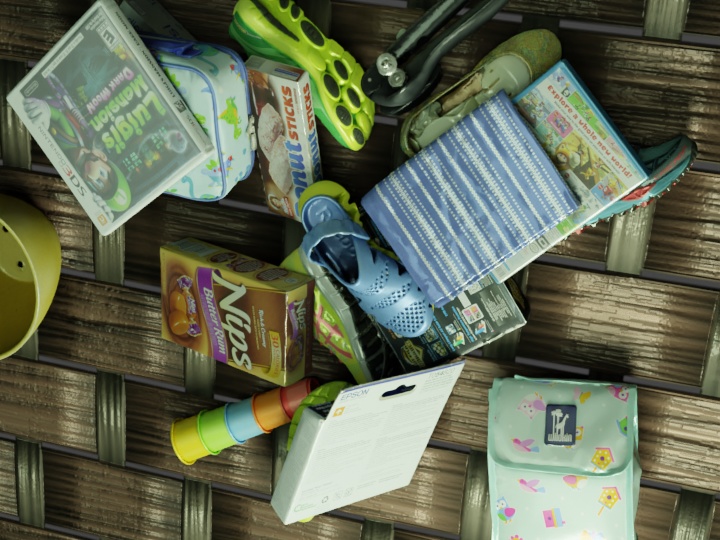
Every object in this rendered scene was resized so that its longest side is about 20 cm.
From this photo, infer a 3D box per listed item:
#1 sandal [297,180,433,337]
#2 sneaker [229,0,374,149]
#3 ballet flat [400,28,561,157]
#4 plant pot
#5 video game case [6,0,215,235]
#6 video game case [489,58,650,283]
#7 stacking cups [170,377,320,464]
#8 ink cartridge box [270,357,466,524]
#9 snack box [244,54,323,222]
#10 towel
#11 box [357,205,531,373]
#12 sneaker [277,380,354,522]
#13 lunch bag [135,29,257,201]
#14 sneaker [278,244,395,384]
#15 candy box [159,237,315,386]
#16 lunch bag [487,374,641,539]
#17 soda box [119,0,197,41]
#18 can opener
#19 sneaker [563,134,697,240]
[{"bbox_3d":[0.000,0.000,1.206,0.200,0.087,0.079,44,113,-10],"label":"sandal"},{"bbox_3d":[-0.061,-0.213,1.210,0.200,0.074,0.083,48,146,-11],"label":"sneaker"},{"bbox_3d":[0.123,-0.177,1.171,0.198,0.071,0.071,-31,99,23],"label":"ballet flat"},{"bbox_3d":[-0.439,-0.011,1.350,0.196,0.142,0.203,5,110,14],"label":"plant pot"},{"bbox_3d":[-0.262,-0.152,1.158,0.199,0.023,0.183,-29,99,40],"label":"video game case"},{"bbox_3d":[0.173,-0.096,1.145,0.199,0.018,0.144,-37,91,31],"label":"video game case"},{"bbox_3d":[-0.137,0.180,1.386,0.197,0.061,0.061,-22,103,17],"label":"stacking cups"},{"bbox_3d":[0.008,0.180,1.261,0.041,0.198,0.202,45,127,34],"label":"ink cartridge box"},{"bbox_3d":[-0.079,-0.136,1.213,0.071,0.024,0.202,19,140,23],"label":"snack box"},{"bbox_3d":[0.110,-0.069,1.157,0.199,0.024,0.146,-35,91,25],"label":"towel"},{"bbox_3d":[0.075,0.002,1.260,0.158,0.046,0.202,-28,100,23],"label":"box"},{"bbox_3d":[-0.047,0.207,1.348,0.073,0.083,0.202,31,120,15],"label":"sneaker"},{"bbox_3d":[-0.207,-0.167,1.180,0.197,0.083,0.163,13,125,25],"label":"lunch bag"},{"bbox_3d":[-0.030,0.059,1.302,0.089,0.078,0.202,-25,95,30],"label":"sneaker"},{"bbox_3d":[-0.145,0.044,1.298,0.198,0.056,0.119,16,115,32],"label":"candy box"},{"bbox_3d":[0.228,0.218,1.256,0.167,0.122,0.204,1,102,18],"label":"lunch bag"},{"bbox_3d":[-0.196,-0.211,1.250,0.200,0.064,0.068,45,116,-3],"label":"soda box"},{"bbox_3d":[0.079,-0.244,1.163,0.063,0.079,0.200,47,107,8],"label":"can opener"},{"bbox_3d":[0.245,-0.101,1.157,0.198,0.079,0.097,-25,99,22],"label":"sneaker"}]
